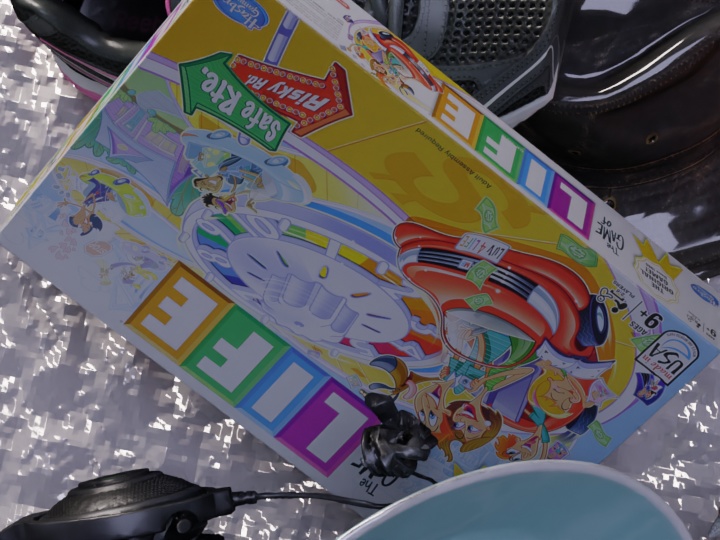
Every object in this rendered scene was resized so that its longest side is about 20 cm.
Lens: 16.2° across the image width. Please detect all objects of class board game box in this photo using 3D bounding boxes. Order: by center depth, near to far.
[{"bbox_3d":[0.000,0.000,0.822,0.200,0.134,0.034,37,31,-11],"label":"board game box"}]

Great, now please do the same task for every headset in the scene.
[{"bbox_3d":[-0.056,0.114,0.814,0.200,0.094,0.124,-39,89,3],"label":"headset"}]

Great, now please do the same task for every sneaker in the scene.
[{"bbox_3d":[-0.028,-0.082,0.841,0.199,0.086,0.081,-2,81,20],"label":"sneaker"}]

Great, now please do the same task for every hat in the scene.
[{"bbox_3d":[0.090,-0.090,0.893,0.200,0.081,0.201,2,76,-7],"label":"hat"}]

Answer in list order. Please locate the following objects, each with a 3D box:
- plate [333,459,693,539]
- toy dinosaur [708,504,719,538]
[{"bbox_3d":[0.024,0.142,0.804,0.200,0.201,0.026,-33,40,-13],"label":"plate"},{"bbox_3d":[0.210,0.107,0.875,0.200,0.077,0.102,32,94,-6],"label":"toy dinosaur"}]
